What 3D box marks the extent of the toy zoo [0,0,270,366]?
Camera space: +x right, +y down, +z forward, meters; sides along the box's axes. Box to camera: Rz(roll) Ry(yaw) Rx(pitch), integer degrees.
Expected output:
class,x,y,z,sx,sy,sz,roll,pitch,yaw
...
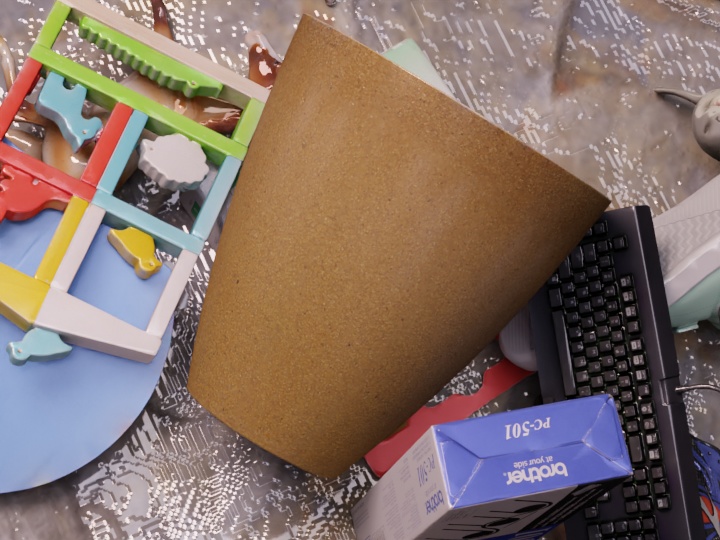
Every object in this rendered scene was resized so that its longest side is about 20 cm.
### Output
class,x,y,z,sx,sy,sz,roll,pitch,yaw
toy zoo,-0.142,-0.039,1.104,0.131,0.020,0.200,27,67,-8

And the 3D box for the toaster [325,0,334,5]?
class,x,y,z,sx,sy,sz,roll,pitch,yaw
toaster,-0.039,-0.290,1.186,0.118,0.181,0.201,11,70,-5

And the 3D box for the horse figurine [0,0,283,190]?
class,x,y,z,sx,sy,sz,roll,pitch,yaw
horse figurine,-0.146,-0.095,1.168,0.200,0.050,0.133,-37,82,-20

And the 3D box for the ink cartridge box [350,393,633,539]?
class,x,y,z,sx,sy,sz,roll,pitch,yaw
ink cartridge box,0.061,0.115,1.065,0.094,0.200,0.044,-9,74,-14

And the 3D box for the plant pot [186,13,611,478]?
class,x,y,z,sx,sy,sz,roll,pitch,yaw
plant pot,0.000,0.000,1.076,0.186,0.186,0.200,31,93,-1

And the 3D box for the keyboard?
class,x,y,z,sx,sy,sz,roll,pitch,yaw
keyboard,0.156,0.065,1.103,0.127,0.021,0.201,-11,86,24

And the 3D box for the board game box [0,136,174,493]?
class,x,y,z,sx,sy,sz,roll,pitch,yaw
board game box,-0.202,0.022,1.124,0.200,0.039,0.158,38,83,-2

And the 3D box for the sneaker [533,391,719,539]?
class,x,y,z,sx,sy,sz,roll,pitch,yaw
sneaker,0.181,0.134,1.155,0.078,0.075,0.200,-29,82,-22

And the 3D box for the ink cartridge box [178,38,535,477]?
class,x,y,z,sx,sy,sz,roll,pitch,yaw
ink cartridge box,0.017,-0.010,1.178,0.161,0.050,0.200,-33,80,-19

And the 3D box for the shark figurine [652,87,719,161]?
class,x,y,z,sx,sy,sz,roll,pitch,yaw
shark figurine,0.263,-0.074,1.248,0.214,0.128,0.090,-6,99,-32

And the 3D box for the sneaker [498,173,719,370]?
class,x,y,z,sx,sy,sz,roll,pitch,yaw
sneaker,0.185,0.025,1.183,0.200,0.118,0.074,-29,40,6
